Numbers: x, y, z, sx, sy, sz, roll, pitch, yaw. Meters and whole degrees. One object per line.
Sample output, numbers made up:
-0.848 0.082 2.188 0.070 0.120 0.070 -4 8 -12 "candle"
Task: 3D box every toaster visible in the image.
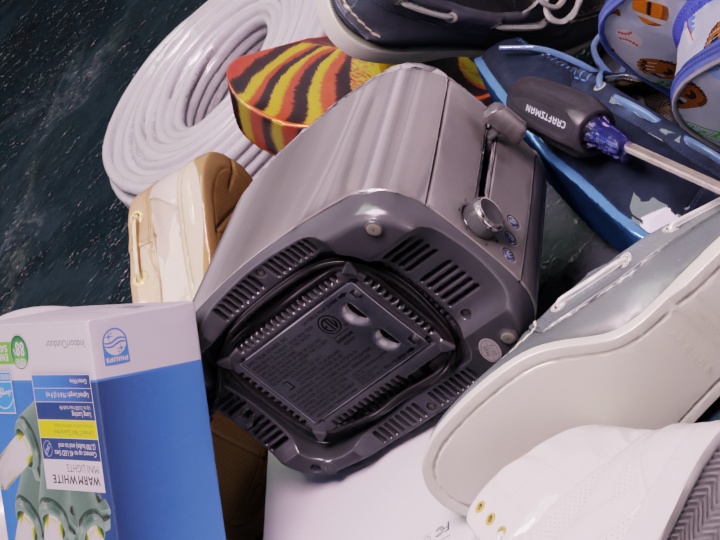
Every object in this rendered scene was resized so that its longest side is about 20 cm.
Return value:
0.000 0.000 1.079 0.200 0.113 0.130 -38 22 38 "toaster"

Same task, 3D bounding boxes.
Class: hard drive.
0.010 0.116 1.059 0.132 0.027 0.201 -34 30 23 "hard drive"

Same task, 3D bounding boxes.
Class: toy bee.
0.036 -0.103 1.229 0.199 0.131 0.109 -36 58 8 "toy bee"

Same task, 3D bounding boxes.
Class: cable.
-0.065 -0.104 1.408 0.200 0.069 0.200 -51 27 -1 "cable"

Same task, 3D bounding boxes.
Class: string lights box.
-0.109 0.118 1.058 0.059 0.202 0.102 -10 3 -37 "string lights box"

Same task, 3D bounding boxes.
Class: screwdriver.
0.120 -0.044 0.995 0.029 0.028 0.200 -50 35 0 "screwdriver"

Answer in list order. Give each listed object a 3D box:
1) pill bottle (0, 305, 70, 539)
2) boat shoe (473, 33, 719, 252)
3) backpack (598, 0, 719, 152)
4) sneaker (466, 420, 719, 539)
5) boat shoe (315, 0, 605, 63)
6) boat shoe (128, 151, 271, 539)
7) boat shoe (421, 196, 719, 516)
-0.160 0.122 1.197 0.112 0.112 0.201 -33 34 24 "pill bottle"
0.122 -0.056 1.098 0.069 0.084 0.200 -38 44 -1 "boat shoe"
0.195 -0.118 0.961 0.190 0.199 0.155 -11 56 53 "backpack"
0.072 0.137 0.902 0.200 0.074 0.115 -48 24 -25 "sneaker"
0.072 -0.148 1.177 0.062 0.199 0.075 -36 64 54 "boat shoe"
-0.083 0.044 1.186 0.069 0.074 0.201 -17 63 32 "boat shoe"
0.111 0.032 0.989 0.200 0.073 0.062 -36 20 11 "boat shoe"
